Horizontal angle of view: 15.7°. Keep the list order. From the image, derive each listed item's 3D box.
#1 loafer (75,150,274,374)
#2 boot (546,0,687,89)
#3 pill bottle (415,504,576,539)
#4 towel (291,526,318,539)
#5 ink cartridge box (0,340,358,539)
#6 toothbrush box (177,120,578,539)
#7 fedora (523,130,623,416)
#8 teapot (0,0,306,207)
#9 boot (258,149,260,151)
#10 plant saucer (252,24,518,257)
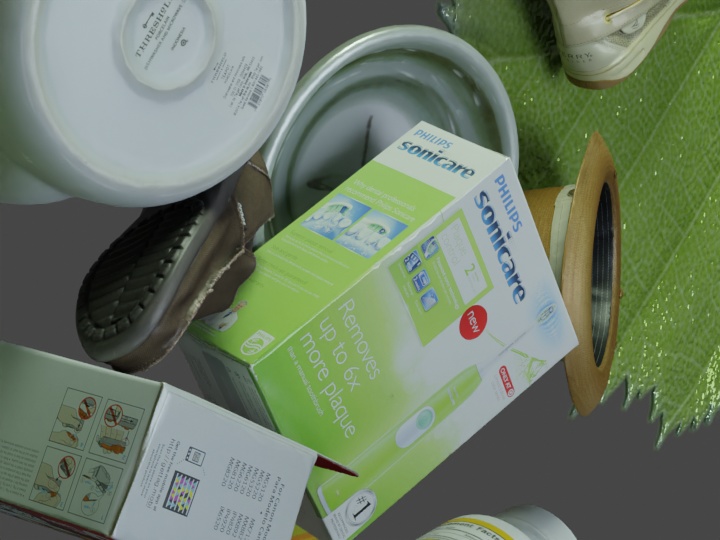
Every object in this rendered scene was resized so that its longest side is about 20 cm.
[{"bbox_3d":[-0.085,-0.005,1.387,0.071,0.073,0.200,57,35,-22],"label":"loafer"},{"bbox_3d":[0.178,-0.244,1.776,0.200,0.073,0.156,-53,137,-20],"label":"boot"},{"bbox_3d":[0.058,0.228,1.712,0.200,0.112,0.113,-24,117,-45],"label":"pill bottle"},{"bbox_3d":[-0.047,0.137,1.594,0.086,0.018,0.201,-5,83,-55],"label":"towel"},{"bbox_3d":[-0.131,0.103,1.383,0.175,0.200,0.084,28,77,-48],"label":"ink cartridge box"},{"bbox_3d":[0.011,0.036,1.497,0.200,0.086,0.146,-39,128,-22],"label":"toothbrush box"},{"bbox_3d":[0.125,0.001,1.741,0.201,0.082,0.201,1,90,-77],"label":"fedora"},{"bbox_3d":[-0.133,-0.135,1.367,0.200,0.146,0.198,-23,114,-27],"label":"teapot"},{"bbox_3d":[0.000,0.000,1.632,0.200,0.064,0.187,3,97,-47],"label":"boot"},{"bbox_3d":[0.004,-0.051,1.546,0.200,0.050,0.201,-16,117,-34],"label":"plant saucer"}]
